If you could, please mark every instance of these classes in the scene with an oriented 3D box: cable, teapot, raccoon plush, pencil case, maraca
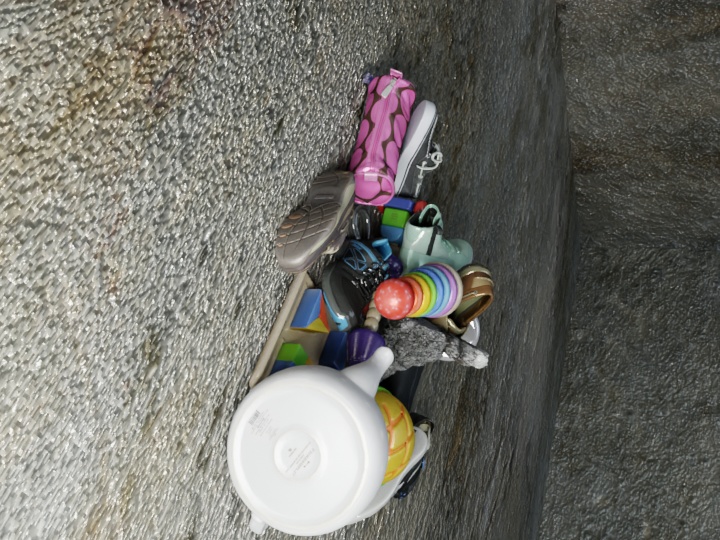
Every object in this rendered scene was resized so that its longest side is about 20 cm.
[{"bbox_3d":[0.000,0.000,1.134,0.097,0.050,0.201,-39,117,-38],"label":"cable"},{"bbox_3d":[-0.053,0.204,0.847,0.146,0.198,0.199,5,76,-77],"label":"teapot"},{"bbox_3d":[0.082,0.147,1.117,0.135,0.199,0.097,-64,168,6],"label":"raccoon plush"},{"bbox_3d":[0.030,-0.203,1.103,0.094,0.090,0.202,125,-22,-65],"label":"pencil case"},{"bbox_3d":[0.014,0.227,1.034,0.201,0.106,0.138,59,41,-41],"label":"maraca"}]

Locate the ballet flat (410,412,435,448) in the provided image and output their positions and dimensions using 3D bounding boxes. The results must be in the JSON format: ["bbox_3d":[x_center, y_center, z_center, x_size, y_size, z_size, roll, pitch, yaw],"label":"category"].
[{"bbox_3d":[0.084,0.312,1.289,0.200,0.068,0.069,-41,130,-58],"label":"ballet flat"}]

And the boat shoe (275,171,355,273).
[{"bbox_3d":[-0.047,-0.055,0.954,0.201,0.074,0.074,-60,144,-45],"label":"boat shoe"}]

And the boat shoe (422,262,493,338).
[{"bbox_3d":[0.142,0.075,1.182,0.075,0.200,0.074,23,33,-28],"label":"boat shoe"}]

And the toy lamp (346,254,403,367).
[{"bbox_3d":[0.020,0.063,1.038,0.201,0.058,0.059,-71,151,-45],"label":"toy lamp"}]

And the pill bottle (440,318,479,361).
[{"bbox_3d":[0.166,0.102,1.369,0.200,0.111,0.114,-21,112,-83],"label":"pill bottle"}]

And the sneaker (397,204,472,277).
[{"bbox_3d":[0.135,-0.051,1.183,0.200,0.073,0.119,-21,128,-50],"label":"sneaker"}]

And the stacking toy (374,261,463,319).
[{"bbox_3d":[0.078,0.032,1.019,0.200,0.085,0.086,-5,97,-66],"label":"stacking toy"}]

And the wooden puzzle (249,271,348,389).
[{"bbox_3d":[-0.064,0.122,0.964,0.201,0.046,0.186,66,34,-45],"label":"wooden puzzle"}]

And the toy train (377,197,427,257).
[{"bbox_3d":[0.088,-0.052,1.260,0.200,0.084,0.117,25,80,-63],"label":"toy train"}]

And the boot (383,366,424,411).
[{"bbox_3d":[0.058,0.187,1.222,0.166,0.065,0.201,76,30,-49],"label":"boot"}]

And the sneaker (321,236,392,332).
[{"bbox_3d":[-0.002,0.007,0.997,0.201,0.081,0.074,-81,154,-57],"label":"sneaker"}]

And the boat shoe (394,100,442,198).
[{"bbox_3d":[0.098,-0.186,1.165,0.200,0.067,0.074,111,-9,-47],"label":"boat shoe"}]

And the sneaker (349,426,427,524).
[{"bbox_3d":[0.034,0.344,1.132,0.199,0.073,0.112,-36,144,-28],"label":"sneaker"}]
